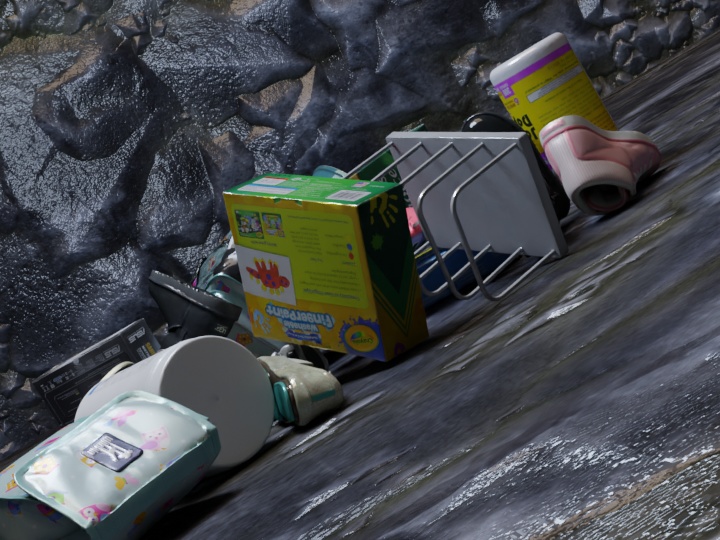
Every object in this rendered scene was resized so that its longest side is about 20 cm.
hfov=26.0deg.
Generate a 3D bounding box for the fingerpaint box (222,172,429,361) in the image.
[{"bbox_3d":[-0.035,-0.007,1.596,0.200,0.167,0.073,7,25,44],"label":"fingerpaint box"}]

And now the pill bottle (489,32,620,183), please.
[{"bbox_3d":[0.245,-0.176,1.865,0.104,0.200,0.104,-31,4,2],"label":"pill bottle"}]

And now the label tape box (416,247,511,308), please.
[{"bbox_3d":[0.115,-0.015,1.822,0.143,0.066,0.200,-30,8,20],"label":"label tape box"}]

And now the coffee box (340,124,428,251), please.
[{"bbox_3d":[0.048,-0.086,1.869,0.044,0.123,0.200,-25,8,37],"label":"coffee box"}]

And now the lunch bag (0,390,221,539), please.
[{"bbox_3d":[-0.233,0.195,1.370,0.200,0.122,0.170,-20,12,47],"label":"lunch bag"}]

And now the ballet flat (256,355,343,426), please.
[{"bbox_3d":[-0.061,0.118,1.542,0.062,0.068,0.200,-17,9,-14],"label":"ballet flat"}]

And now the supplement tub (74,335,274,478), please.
[{"bbox_3d":[-0.187,0.147,1.532,0.132,0.132,0.200,-33,6,-37],"label":"supplement tub"}]

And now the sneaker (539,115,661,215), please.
[{"bbox_3d":[0.282,-0.103,1.741,0.075,0.105,0.200,-38,-30,31],"label":"sneaker"}]

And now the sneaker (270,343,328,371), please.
[{"bbox_3d":[-0.122,0.138,1.675,0.199,0.075,0.081,-22,-3,7],"label":"sneaker"}]

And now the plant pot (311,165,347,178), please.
[{"bbox_3d":[-0.048,-0.005,2.109,0.188,0.200,0.200,-47,9,-16],"label":"plant pot"}]

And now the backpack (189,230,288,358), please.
[{"bbox_3d":[-0.136,0.061,1.901,0.200,0.176,0.154,-31,32,60],"label":"backpack"}]

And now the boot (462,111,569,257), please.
[{"bbox_3d":[0.165,-0.102,1.749,0.066,0.165,0.200,-46,-1,20],"label":"boot"}]

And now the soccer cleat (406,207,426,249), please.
[{"bbox_3d":[0.000,0.000,1.753,0.200,0.077,0.067,-34,39,-10],"label":"soccer cleat"}]

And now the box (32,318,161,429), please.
[{"bbox_3d":[-0.303,0.166,1.953,0.200,0.159,0.048,-28,7,41],"label":"box"}]

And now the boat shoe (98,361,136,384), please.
[{"bbox_3d":[-0.269,0.194,1.654,0.068,0.075,0.200,13,69,39],"label":"boat shoe"}]

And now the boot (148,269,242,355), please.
[{"bbox_3d":[-0.227,0.110,1.764,0.165,0.066,0.201,21,88,55],"label":"boot"}]

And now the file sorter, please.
[{"bbox_3d":[0.085,-0.053,1.608,0.200,0.139,0.124,6,37,49],"label":"file sorter"}]
